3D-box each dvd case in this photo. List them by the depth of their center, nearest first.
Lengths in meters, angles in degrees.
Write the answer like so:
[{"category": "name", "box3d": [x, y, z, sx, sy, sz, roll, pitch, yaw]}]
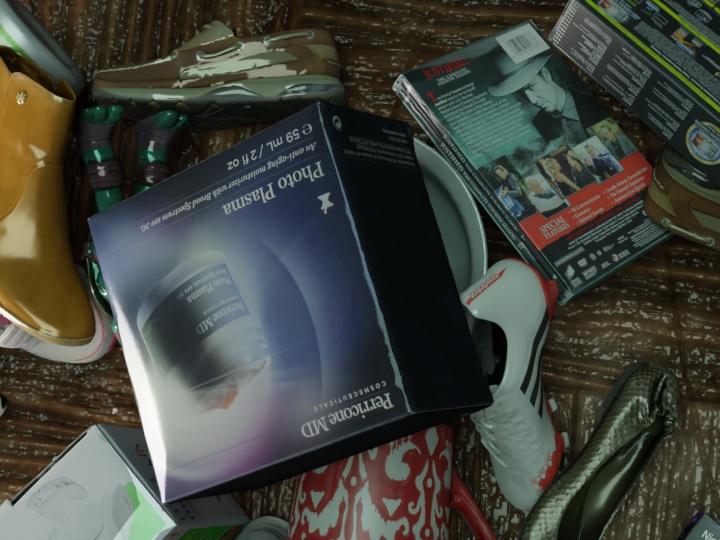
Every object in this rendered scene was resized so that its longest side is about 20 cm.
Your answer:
[{"category": "dvd case", "box3d": [0.134, -0.084, 0.991, 0.145, 0.022, 0.201, -28, 76, -35]}]

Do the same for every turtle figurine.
[{"category": "turtle figurine", "box3d": [-0.163, -0.018, 1.023, 0.100, 0.149, 0.202, -10, 85, 22]}]

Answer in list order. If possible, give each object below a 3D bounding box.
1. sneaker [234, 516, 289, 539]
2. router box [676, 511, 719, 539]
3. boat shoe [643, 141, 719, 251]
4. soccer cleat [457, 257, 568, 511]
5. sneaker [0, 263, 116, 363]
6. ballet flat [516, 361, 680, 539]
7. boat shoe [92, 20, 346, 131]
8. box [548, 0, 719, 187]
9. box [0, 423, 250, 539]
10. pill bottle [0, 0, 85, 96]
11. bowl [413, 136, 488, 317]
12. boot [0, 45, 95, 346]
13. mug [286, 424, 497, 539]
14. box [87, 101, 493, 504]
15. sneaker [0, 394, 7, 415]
[{"category": "sneaker", "box3d": [-0.107, 0.275, 0.996, 0.074, 0.087, 0.202, 20, 87, 12]}, {"category": "router box", "box3d": [0.271, 0.286, 0.937, 0.200, 0.051, 0.150, 38, 89, 14]}, {"category": "boat shoe", "box3d": [0.294, -0.029, 0.973, 0.199, 0.076, 0.074, 28, 129, 1]}, {"category": "soccer cleat", "box3d": [0.097, 0.087, 0.948, 0.068, 0.085, 0.202, 26, 129, 42]}, {"category": "sneaker", "box3d": [-0.281, 0.024, 1.041, 0.198, 0.088, 0.082, 22, 109, -11]}, {"category": "ballet flat", "box3d": [0.170, 0.157, 0.968, 0.046, 0.067, 0.201, 27, 82, 45]}, {"category": "boat shoe", "box3d": [-0.110, -0.154, 1.071, 0.198, 0.076, 0.073, -1, 78, 2]}, {"category": "box", "box3d": [0.255, -0.145, 0.962, 0.200, 0.044, 0.160, 42, 53, 13]}, {"category": "box", "box3d": [-0.201, 0.210, 0.978, 0.200, 0.176, 0.097, -43, 76, 2]}, {"category": "pill bottle", "box3d": [-0.326, -0.122, 1.084, 0.200, 0.111, 0.111, -42, 77, 3]}, {"category": "bowl", "box3d": [0.000, 0.000, 1.013, 0.199, 0.090, 0.203, -1, 82, 10]}, {"category": "boot", "box3d": [-0.232, -0.058, 0.976, 0.201, 0.071, 0.145, 45, 118, 27]}, {"category": "mug", "box3d": [0.019, 0.210, 0.981, 0.133, 0.177, 0.202, -7, 73, 48]}, {"category": "box", "box3d": [-0.047, 0.025, 0.885, 0.199, 0.123, 0.200, -23, 78, 28]}, {"category": "sneaker", "box3d": [-0.350, 0.048, 1.094, 0.087, 0.076, 0.201, -28, 82, -8]}]
